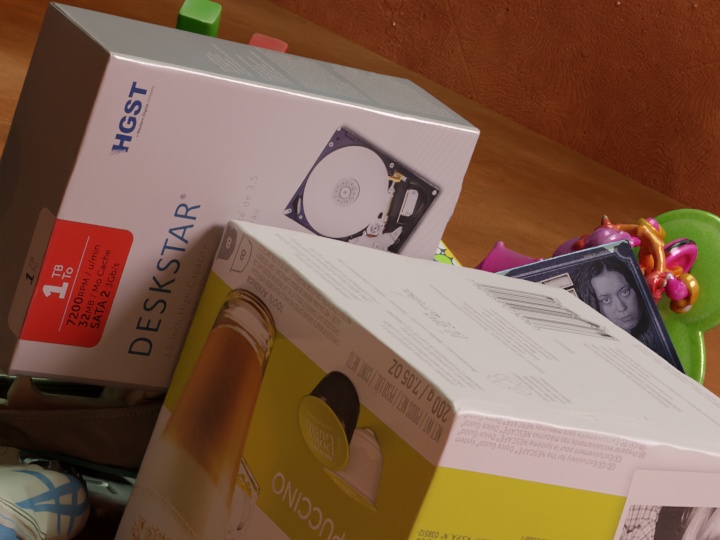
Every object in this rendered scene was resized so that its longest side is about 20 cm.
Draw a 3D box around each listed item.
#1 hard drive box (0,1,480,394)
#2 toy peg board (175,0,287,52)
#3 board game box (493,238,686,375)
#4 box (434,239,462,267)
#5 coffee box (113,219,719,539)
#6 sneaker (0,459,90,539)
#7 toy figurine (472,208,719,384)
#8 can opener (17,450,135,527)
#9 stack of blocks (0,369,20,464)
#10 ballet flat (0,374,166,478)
[{"bbox_3d":[-0.066,-0.024,1.054,0.200,0.156,0.077,8,19,-33],"label":"hard drive box"},{"bbox_3d":[-0.059,-0.060,1.325,0.199,0.098,0.200,18,41,3],"label":"toy peg board"},{"bbox_3d":[0.080,0.070,1.240,0.200,0.035,0.136,-15,72,-20],"label":"board game box"},{"bbox_3d":[0.000,0.000,1.191,0.064,0.070,0.200,-23,63,-28],"label":"box"},{"bbox_3d":[0.034,0.118,1.010,0.200,0.198,0.200,11,17,-35],"label":"coffee box"},{"bbox_3d":[-0.171,0.118,1.000,0.072,0.073,0.200,-5,-6,12],"label":"sneaker"},{"bbox_3d":[0.136,0.025,1.377,0.150,0.200,0.184,50,8,22],"label":"toy figurine"},{"bbox_3d":[-0.085,0.111,1.167,0.200,0.066,0.053,20,10,-35],"label":"can opener"},{"bbox_3d":[-0.140,0.003,1.197,0.059,0.200,0.115,22,12,-4],"label":"stack of blocks"},{"bbox_3d":[-0.172,0.057,1.075,0.200,0.064,0.067,7,14,-12],"label":"ballet flat"}]
